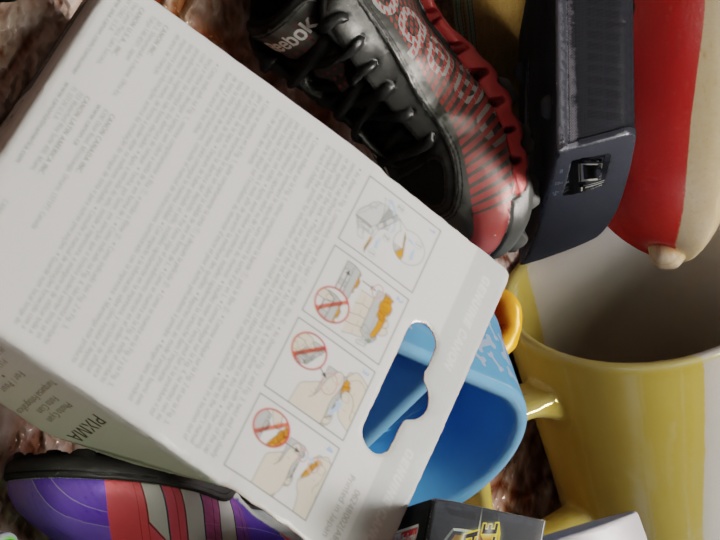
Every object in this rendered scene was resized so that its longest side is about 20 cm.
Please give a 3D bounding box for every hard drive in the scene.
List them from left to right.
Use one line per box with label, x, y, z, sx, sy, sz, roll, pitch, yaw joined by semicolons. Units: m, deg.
hard drive;0.097;-0.084;1.038;0.200;0.042;0.135;92;-1;-76

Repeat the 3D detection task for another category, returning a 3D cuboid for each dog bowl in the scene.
dog bowl;-0.005;0.053;0.947;0.200;0.111;0.050;25;26;-49

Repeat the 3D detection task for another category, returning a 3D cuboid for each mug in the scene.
mug;0.138;0.074;1.187;0.150;0.186;0.153;-98;178;-59

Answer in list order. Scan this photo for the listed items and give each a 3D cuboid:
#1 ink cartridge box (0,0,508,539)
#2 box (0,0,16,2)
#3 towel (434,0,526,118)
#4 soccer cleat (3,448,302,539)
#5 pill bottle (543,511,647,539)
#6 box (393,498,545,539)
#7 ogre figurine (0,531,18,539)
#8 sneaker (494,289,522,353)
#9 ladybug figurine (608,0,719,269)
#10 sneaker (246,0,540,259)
ink cartridge box;-0.055;0.008;0.850;0.200;0.047;0.160;36;54;-14
box;-0.152;-0.227;0.783;0.193;0.047;0.200;51;49;-47
towel;0.075;-0.147;1.157;0.200;0.022;0.147;-20;107;-54
soccer cleat;-0.072;0.119;0.897;0.200;0.068;0.073;34;60;-56
pill bottle;0.113;0.214;0.994;0.112;0.112;0.200;-9;80;-56
box;0.014;0.177;0.883;0.200;0.046;0.159;138;-36;-76
ogre figurine;-0.100;0.173;0.806;0.098;0.120;0.200;-6;96;-56
sneaker;0.000;0.000;0.994;0.200;0.077;0.078;22;74;-54
ladybug figurine;0.149;-0.098;1.155;0.136;0.072;0.200;121;-27;-67
sneaker;0.004;-0.089;0.973;0.098;0.071;0.201;-25;88;-44
